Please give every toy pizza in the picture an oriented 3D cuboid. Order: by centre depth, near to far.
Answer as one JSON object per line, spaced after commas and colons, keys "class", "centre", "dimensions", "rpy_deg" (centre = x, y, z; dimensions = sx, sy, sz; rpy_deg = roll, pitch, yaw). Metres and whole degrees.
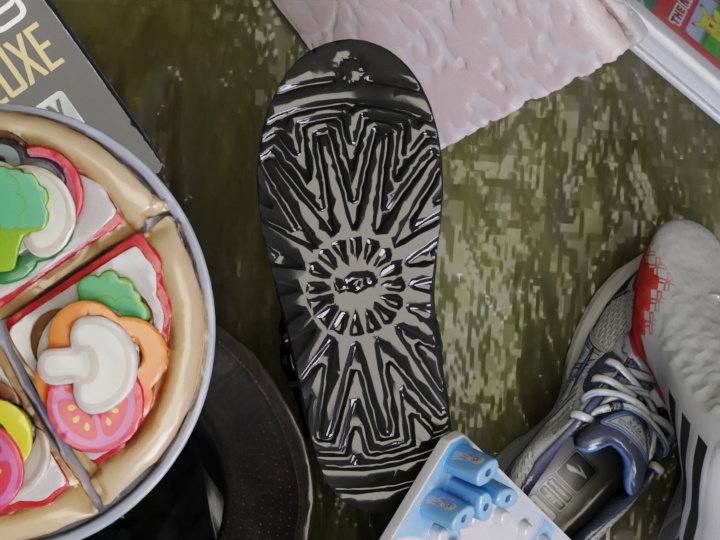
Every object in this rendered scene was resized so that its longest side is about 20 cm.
{"class": "toy pizza", "centre": [-0.163, 0.026, 1.119], "dimensions": [0.199, 0.032, 0.201], "rpy_deg": [0, 88, 5]}

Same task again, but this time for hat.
{"class": "hat", "centre": [-0.108, 0.101, 1.173], "dimensions": [0.200, 0.081, 0.201], "rpy_deg": [-1, 84, 14]}

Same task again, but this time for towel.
{"class": "towel", "centre": [0.017, -0.150, 1.140], "dimensions": [0.032, 0.200, 0.191], "rpy_deg": [-42, 101, -30]}

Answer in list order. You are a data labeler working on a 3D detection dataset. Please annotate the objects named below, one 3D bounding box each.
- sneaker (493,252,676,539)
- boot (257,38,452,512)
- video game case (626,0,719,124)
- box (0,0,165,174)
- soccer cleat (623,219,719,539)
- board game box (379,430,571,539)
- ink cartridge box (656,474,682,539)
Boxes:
{"class": "sneaker", "centre": [0.124, 0.073, 1.214], "dimensions": [0.077, 0.085, 0.200], "rpy_deg": [34, 85, -9]}
{"class": "boot", "centre": [-0.003, 0.001, 1.155], "dimensions": [0.079, 0.158, 0.212], "rpy_deg": [-3, 96, 0]}
{"class": "video game case", "centre": [0.188, -0.137, 1.191], "dimensions": [0.182, 0.023, 0.200], "rpy_deg": [39, 45, -8]}
{"class": "box", "centre": [-0.215, -0.054, 1.172], "dimensions": [0.200, 0.050, 0.158], "rpy_deg": [-35, 96, -6]}
{"class": "soccer cleat", "centre": [0.169, 0.063, 1.143], "dimensions": [0.068, 0.085, 0.201], "rpy_deg": [10, 62, -27]}
{"class": "board game box", "centre": [0.040, 0.198, 1.122], "dimensions": [0.200, 0.026, 0.200], "rpy_deg": [-59, 141, -12]}
{"class": "ink cartridge box", "centre": [0.234, 0.159, 1.213], "dimensions": [0.200, 0.050, 0.161], "rpy_deg": [33, 50, -6]}
